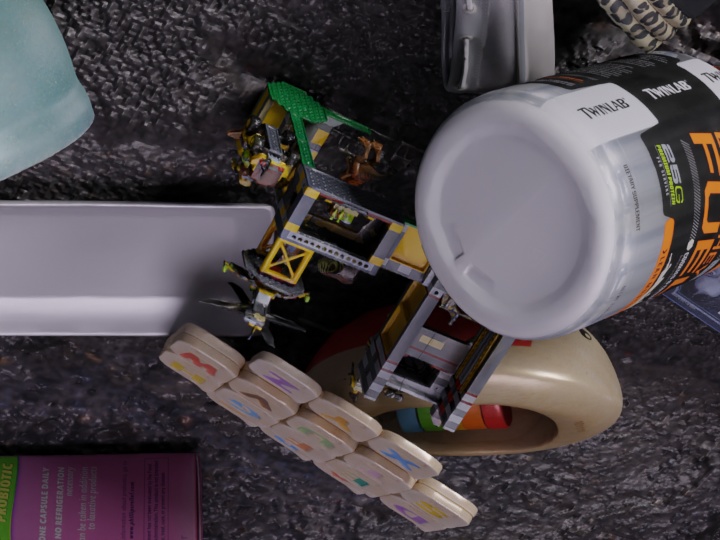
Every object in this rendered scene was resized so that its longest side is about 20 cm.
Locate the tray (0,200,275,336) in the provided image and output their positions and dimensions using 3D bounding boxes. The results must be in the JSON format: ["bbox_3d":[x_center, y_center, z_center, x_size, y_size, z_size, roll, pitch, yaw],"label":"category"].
[{"bbox_3d":[-0.150,-0.006,1.204,0.198,0.022,0.108,0,134,-5],"label":"tray"}]

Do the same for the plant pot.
[{"bbox_3d":[-0.239,-0.110,0.992,0.198,0.201,0.135,-11,108,6],"label":"plant pot"}]

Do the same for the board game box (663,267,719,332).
[{"bbox_3d":[0.287,0.007,1.246,0.199,0.035,0.135,30,125,-30],"label":"board game box"}]

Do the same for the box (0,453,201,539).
[{"bbox_3d":[-0.200,0.212,1.352,0.198,0.097,0.177,-2,135,-5],"label":"box"}]

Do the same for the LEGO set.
[{"bbox_3d":[0.000,0.000,1.130,0.199,0.154,0.116,19,117,-29],"label":"LEGO set"}]

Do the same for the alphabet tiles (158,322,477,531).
[{"bbox_3d":[-0.027,0.094,1.216,0.199,0.015,0.196,33,166,-7],"label":"alphabet tiles"}]

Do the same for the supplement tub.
[{"bbox_3d":[0.128,-0.044,1.064,0.199,0.123,0.123,-20,156,-50],"label":"supplement tub"}]

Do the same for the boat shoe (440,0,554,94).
[{"bbox_3d":[0.055,-0.165,1.038,0.068,0.073,0.201,-10,145,2],"label":"boat shoe"}]

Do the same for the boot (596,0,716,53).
[{"bbox_3d":[0.154,-0.200,0.996,0.153,0.074,0.203,-32,133,18],"label":"boot"}]

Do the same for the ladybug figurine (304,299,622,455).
[{"bbox_3d":[0.056,0.061,1.236,0.198,0.073,0.136,-2,157,11],"label":"ladybug figurine"}]
